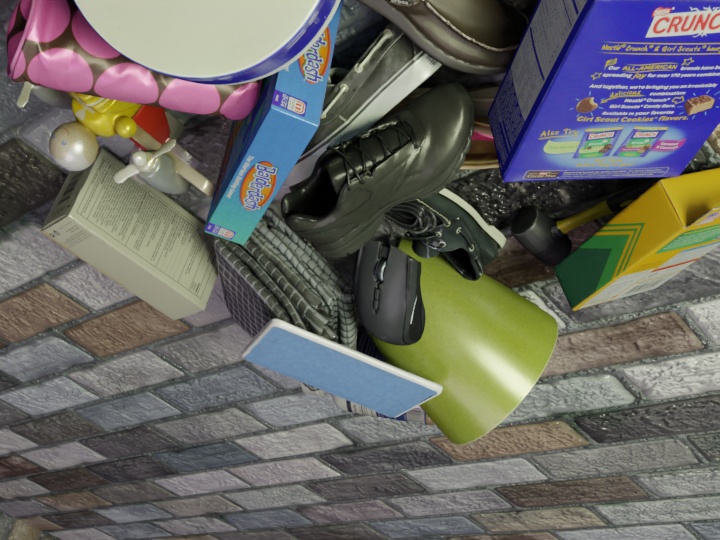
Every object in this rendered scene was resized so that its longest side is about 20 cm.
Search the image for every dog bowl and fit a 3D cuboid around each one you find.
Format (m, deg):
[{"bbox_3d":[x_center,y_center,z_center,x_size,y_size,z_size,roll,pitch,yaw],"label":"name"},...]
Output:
[{"bbox_3d":[-0.107,-0.234,0.622,0.197,0.203,0.079,14,-170,2],"label":"dog bowl"}]

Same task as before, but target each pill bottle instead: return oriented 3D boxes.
[{"bbox_3d":[0.025,0.139,1.197,0.197,0.112,0.112,8,147,11],"label":"pill bottle"}]

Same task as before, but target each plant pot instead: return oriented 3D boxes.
[{"bbox_3d":[0.090,0.061,1.022,0.199,0.188,0.187,40,142,-8],"label":"plant pot"}]

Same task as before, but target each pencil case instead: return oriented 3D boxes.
[{"bbox_3d":[-0.179,-0.183,0.720,0.197,0.095,0.091,5,-166,-26],"label":"pencil case"}]

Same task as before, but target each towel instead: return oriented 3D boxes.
[{"bbox_3d":[-0.092,0.036,1.041,0.200,0.085,0.167,43,154,25],"label":"towel"}]

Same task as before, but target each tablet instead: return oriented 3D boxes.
[{"bbox_3d":[-0.023,0.108,0.963,0.198,0.014,0.130,24,151,-14],"label":"tablet"}]

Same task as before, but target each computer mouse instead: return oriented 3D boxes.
[{"bbox_3d":[0.000,0.000,0.892,0.139,0.046,0.202,23,138,20],"label":"computer mouse"}]

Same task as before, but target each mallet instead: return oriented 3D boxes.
[{"bbox_3d":[0.249,-0.056,0.892,0.198,0.042,0.066,-19,133,36],"label":"mallet"}]

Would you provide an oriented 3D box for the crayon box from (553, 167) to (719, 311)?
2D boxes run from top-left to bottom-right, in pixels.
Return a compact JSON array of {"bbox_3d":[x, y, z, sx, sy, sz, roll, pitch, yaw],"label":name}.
[{"bbox_3d":[0.288,-0.037,0.832,0.124,0.052,0.200,-12,159,-30],"label":"crayon box"}]

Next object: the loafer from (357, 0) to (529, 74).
[{"bbox_3d":[0.055,-0.221,0.688,0.198,0.074,0.071,25,145,-16],"label":"loafer"}]

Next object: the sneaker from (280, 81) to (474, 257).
[{"bbox_3d":[0.014,-0.089,0.770,0.200,0.076,0.090,-43,149,15],"label":"sneaker"}]

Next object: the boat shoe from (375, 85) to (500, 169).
[{"bbox_3d":[0.075,-0.123,0.827,0.197,0.070,0.074,-3,144,29],"label":"boat shoe"}]

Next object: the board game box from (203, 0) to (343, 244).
[{"bbox_3d":[-0.079,-0.137,0.793,0.044,0.154,0.200,19,148,-17],"label":"board game box"}]

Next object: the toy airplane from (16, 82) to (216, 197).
[{"bbox_3d":[-0.236,-0.143,0.854,0.200,0.141,0.199,53,157,-22],"label":"toy airplane"}]

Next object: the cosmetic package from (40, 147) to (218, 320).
[{"bbox_3d":[-0.262,-0.039,1.058,0.073,0.105,0.200,-17,134,41],"label":"cosmetic package"}]

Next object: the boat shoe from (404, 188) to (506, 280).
[{"bbox_3d":[0.079,-0.041,0.902,0.074,0.067,0.199,26,177,35],"label":"boat shoe"}]

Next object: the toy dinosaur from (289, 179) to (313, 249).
[{"bbox_3d":[-0.037,-0.080,0.928,0.101,0.078,0.201,3,143,29],"label":"toy dinosaur"}]

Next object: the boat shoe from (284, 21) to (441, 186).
[{"bbox_3d":[-0.013,-0.153,0.807,0.199,0.071,0.064,-38,101,30],"label":"boat shoe"}]

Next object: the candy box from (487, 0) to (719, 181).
[{"bbox_3d":[0.206,-0.156,0.676,0.166,0.078,0.201,-3,151,-14],"label":"candy box"}]
